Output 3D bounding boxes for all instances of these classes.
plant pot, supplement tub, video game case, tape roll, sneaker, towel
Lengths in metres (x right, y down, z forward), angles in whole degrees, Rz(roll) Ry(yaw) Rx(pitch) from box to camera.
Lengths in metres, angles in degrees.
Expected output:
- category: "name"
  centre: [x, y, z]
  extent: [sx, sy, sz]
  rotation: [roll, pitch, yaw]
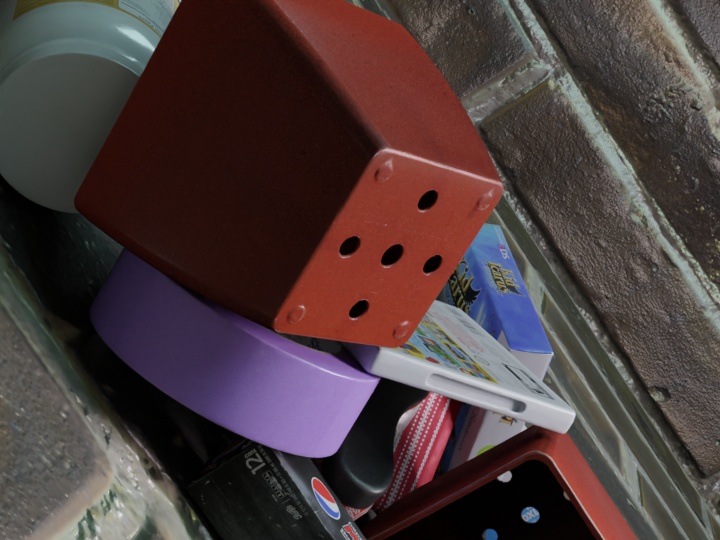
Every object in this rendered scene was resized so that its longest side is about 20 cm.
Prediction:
- category: "plant pot"
  centre: [0.126, 0.233, 1.134]
  extent: [0.200, 0.200, 0.176]
  rotation: [56, 21, -6]
- category: "supplement tub"
  centre: [-0.199, -0.144, 1.030]
  extent: [0.145, 0.145, 0.200]
  rotation: [49, 17, -30]
- category: "video game case"
  centre: [0.044, 0.051, 1.084]
  extent: [0.182, 0.023, 0.200]
  rotation: [20, 13, -29]
- category: "plant pot"
  centre: [-0.029, -0.059, 0.932]
  extent: [0.200, 0.200, 0.176]
  rotation: [11, 26, -50]
- category: "tape roll"
  centre: [-0.086, 0.048, 0.995]
  extent: [0.200, 0.066, 0.200]
  rotation: [30, 9, -5]
- category: "sneaker"
  centre: [-0.011, 0.131, 1.111]
  extent: [0.067, 0.108, 0.201]
  rotation: [38, 33, -10]
- category: "towel"
  centre: [0.011, 0.122, 1.189]
  extent: [0.022, 0.145, 0.200]
  rotation: [14, -12, 44]
- category: "video game case"
  centre: [0.106, 0.083, 1.322]
  extent: [0.045, 0.182, 0.200]
  rotation: [7, 33, -16]

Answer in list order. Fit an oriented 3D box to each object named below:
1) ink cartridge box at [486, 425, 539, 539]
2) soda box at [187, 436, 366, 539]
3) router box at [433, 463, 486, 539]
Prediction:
- category: "ink cartridge box"
  centre: [0.131, 0.190, 1.547]
  extent: [0.200, 0.084, 0.145]
  rotation: [56, 14, -2]
- category: "soda box"
  centre: [-0.032, 0.205, 0.988]
  extent: [0.200, 0.071, 0.063]
  rotation: [56, 12, -3]
- category: "router box"
  centre: [0.061, 0.196, 1.363]
  extent: [0.149, 0.051, 0.200]
  rotation: [54, 14, -8]
